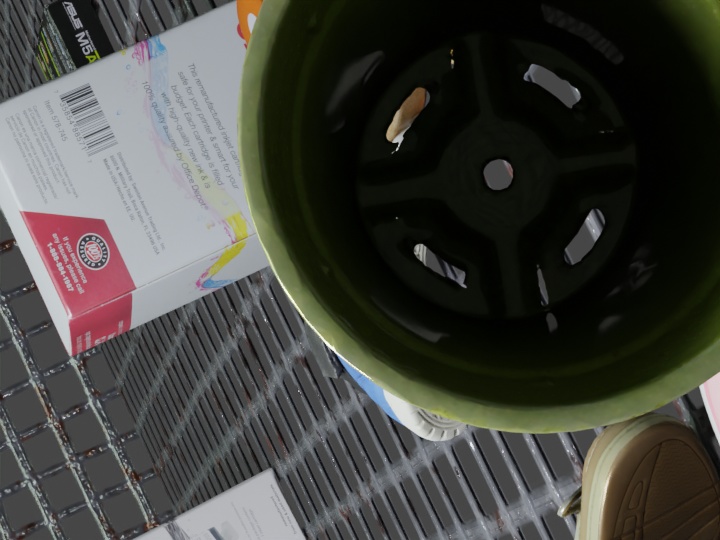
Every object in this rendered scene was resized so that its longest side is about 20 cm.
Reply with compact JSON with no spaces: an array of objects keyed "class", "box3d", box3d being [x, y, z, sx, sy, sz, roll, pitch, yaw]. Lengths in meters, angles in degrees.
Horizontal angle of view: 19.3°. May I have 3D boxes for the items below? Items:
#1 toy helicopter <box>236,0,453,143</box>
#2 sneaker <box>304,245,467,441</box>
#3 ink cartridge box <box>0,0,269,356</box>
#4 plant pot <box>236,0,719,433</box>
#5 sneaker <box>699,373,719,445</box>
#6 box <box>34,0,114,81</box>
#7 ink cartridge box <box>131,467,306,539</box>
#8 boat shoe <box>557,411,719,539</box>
[{"class":"toy helicopter","box3d":[0.020,-0.099,1.017,0.200,0.078,0.133,-11,100,68]},{"class":"sneaker","box3d":[-0.001,0.001,1.245,0.111,0.077,0.201,24,144,56]},{"class":"ink cartridge box","box3d":[-0.126,-0.059,1.366,0.146,0.199,0.145,64,169,8]},{"class":"plant pot","box3d":[0.058,-0.042,0.787,0.190,0.199,0.201,92,153,-87]},{"class":"sneaker","box3d":[0.177,0.090,0.730,0.105,0.075,0.202,111,138,-78]},{"class":"box","box3d":[-0.240,-0.143,1.974,0.201,0.047,0.193,64,169,3]},{"class":"ink cartridge box","box3d":[-0.162,0.283,2.062,0.085,0.199,0.146,62,166,11]},{"class":"boat shoe","box3d":[0.127,0.130,0.994,0.063,0.073,0.201,49,160,41]}]
